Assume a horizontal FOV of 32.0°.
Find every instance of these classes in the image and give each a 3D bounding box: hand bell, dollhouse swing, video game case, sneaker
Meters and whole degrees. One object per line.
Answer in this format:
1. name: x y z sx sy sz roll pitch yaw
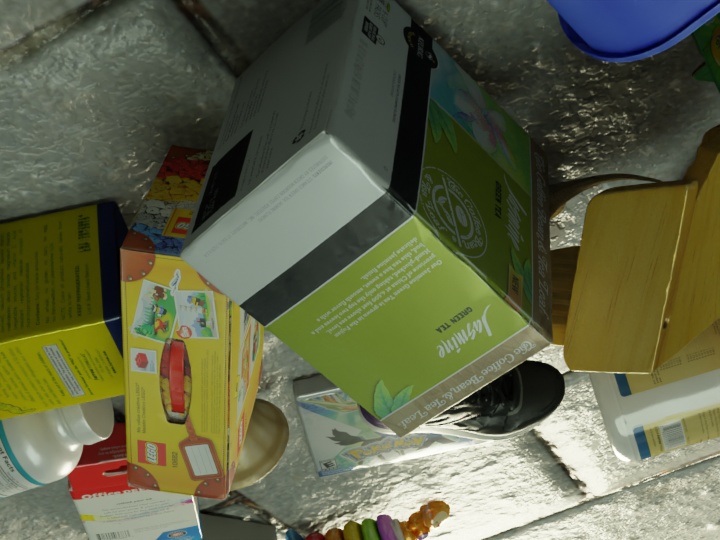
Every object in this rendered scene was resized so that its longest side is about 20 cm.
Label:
1. hand bell: -0.144 0.097 1.124 0.103 0.105 0.201 -17 133 7
2. dollhouse swing: 0.181 -0.037 0.890 0.199 0.174 0.184 -26 129 -46
3. video game case: 0.040 0.146 1.281 0.197 0.022 0.183 -11 145 -1
4. sneaker: 0.099 0.116 1.153 0.196 0.077 0.088 -5 165 -8

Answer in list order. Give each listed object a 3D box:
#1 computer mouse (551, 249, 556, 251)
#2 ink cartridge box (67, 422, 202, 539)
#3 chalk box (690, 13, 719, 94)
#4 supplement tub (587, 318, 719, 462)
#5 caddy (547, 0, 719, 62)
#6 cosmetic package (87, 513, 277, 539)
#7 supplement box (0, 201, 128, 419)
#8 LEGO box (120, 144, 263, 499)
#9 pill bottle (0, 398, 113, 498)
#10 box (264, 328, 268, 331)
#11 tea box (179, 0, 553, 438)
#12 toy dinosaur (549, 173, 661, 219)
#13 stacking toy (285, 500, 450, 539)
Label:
1. computer mouse: 0.112 0.039 1.096 0.109 0.045 0.199 4 154 -46
2. ink cartridge box: -0.224 0.207 1.249 0.114 0.068 0.201 -8 145 -7
3. chalk box: 0.290 -0.181 0.808 0.123 0.125 0.201 3 143 -19
4. supplement tub: 0.312 0.084 1.166 0.197 0.146 0.145 -18 145 9
5. caddy: 0.181 -0.211 0.720 0.104 0.143 0.199 26 131 -38
6. cosmetic package: -0.195 0.332 1.421 0.198 0.091 0.107 18 136 -39
7. supplement box: -0.266 0.039 0.965 0.197 0.110 0.110 -11 146 0
8. LEGO box: -0.116 0.036 0.907 0.076 0.150 0.203 7 122 3
9. pill bottle: -0.318 0.141 1.092 0.197 0.112 0.111 -19 145 9
10. box: 0.000 0.000 1.003 0.196 0.037 0.145 6 139 -1
11. tea box: 0.013 -0.044 0.803 0.133 0.201 0.196 -34 118 30
12. toy dinosaur: 0.137 -0.051 1.022 0.100 0.059 0.199 1 154 -43
13. stacking toy: 0.020 0.328 1.480 0.198 0.111 0.116 -29 141 5
